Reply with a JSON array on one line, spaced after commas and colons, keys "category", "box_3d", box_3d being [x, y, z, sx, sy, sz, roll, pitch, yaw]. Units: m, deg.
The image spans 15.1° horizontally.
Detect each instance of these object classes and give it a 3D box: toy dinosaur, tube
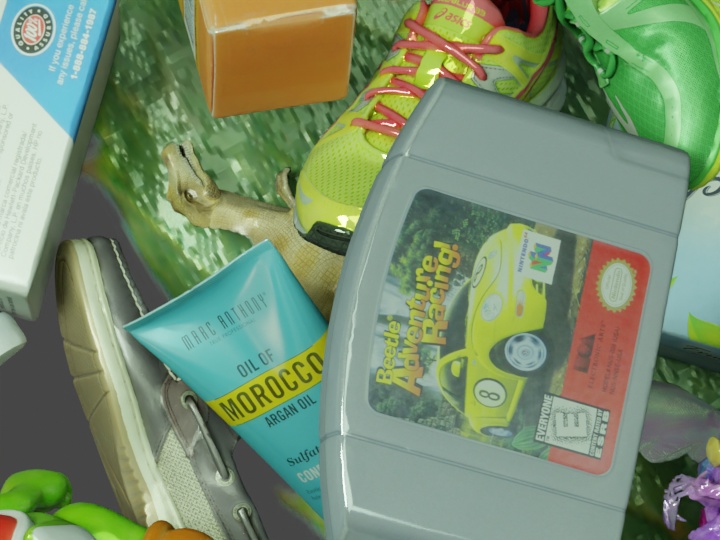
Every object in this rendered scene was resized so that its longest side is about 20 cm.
[{"category": "toy dinosaur", "box_3d": [0.000, 0.000, 1.203, 0.200, 0.058, 0.101, 33, 48, 28]}, {"category": "tube", "box_3d": [-0.011, 0.073, 1.175, 0.077, 0.050, 0.200, -33, 117, 16]}]

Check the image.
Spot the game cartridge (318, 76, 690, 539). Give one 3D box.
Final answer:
[{"category": "game cartridge", "box_3d": [0.054, 0.027, 1.103, 0.133, 0.041, 0.200, 15, 75, -10]}]

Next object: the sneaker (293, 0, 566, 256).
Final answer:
[{"category": "sneaker", "box_3d": [0.030, -0.078, 1.182, 0.078, 0.090, 0.200, 20, 42, 17]}]

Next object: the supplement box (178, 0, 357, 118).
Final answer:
[{"category": "supplement box", "box_3d": [-0.056, -0.167, 1.197, 0.066, 0.069, 0.200, -10, 59, -9]}]

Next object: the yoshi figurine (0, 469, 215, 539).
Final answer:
[{"category": "yoshi figurine", "box_3d": [-0.163, 0.135, 1.137, 0.200, 0.112, 0.112, 15, 104, 5]}]

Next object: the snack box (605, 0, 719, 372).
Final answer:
[{"category": "snack box", "box_3d": [0.198, -0.050, 1.256, 0.168, 0.068, 0.200, 16, 82, -6]}]

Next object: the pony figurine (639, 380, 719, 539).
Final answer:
[{"category": "pony figurine", "box_3d": [0.176, 0.089, 1.160, 0.193, 0.200, 0.167, 0, 56, -23]}]

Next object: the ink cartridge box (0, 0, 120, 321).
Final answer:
[{"category": "ink cartridge box", "box_3d": [-0.219, -0.077, 1.185, 0.200, 0.084, 0.146, 16, 80, -2]}]

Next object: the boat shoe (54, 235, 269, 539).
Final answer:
[{"category": "boat shoe", "box_3d": [-0.080, 0.075, 1.199, 0.065, 0.072, 0.200, -20, 89, -16]}]

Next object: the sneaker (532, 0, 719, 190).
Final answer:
[{"category": "sneaker", "box_3d": [0.100, -0.124, 1.175, 0.084, 0.074, 0.200, -18, 84, -31]}]

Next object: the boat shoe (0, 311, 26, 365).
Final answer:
[{"category": "boat shoe", "box_3d": [-0.245, 0.055, 1.178, 0.200, 0.072, 0.068, -27, 88, -4]}]
